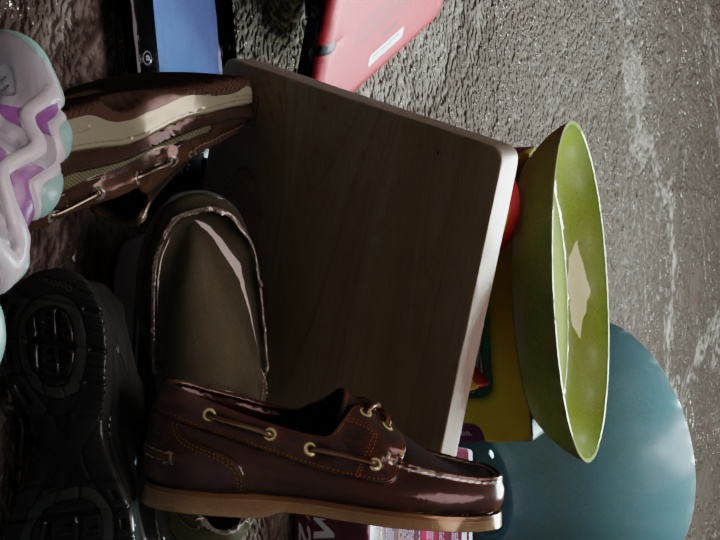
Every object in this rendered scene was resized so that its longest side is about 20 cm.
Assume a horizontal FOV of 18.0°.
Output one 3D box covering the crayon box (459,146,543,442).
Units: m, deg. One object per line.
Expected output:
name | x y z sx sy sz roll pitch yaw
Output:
crayon box | 0.014 0.016 1.403 0.058 0.198 0.174 -20 107 -68

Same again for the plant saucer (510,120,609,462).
plant saucer | 0.117 0.013 1.344 0.200 0.031 0.202 -4 90 -75

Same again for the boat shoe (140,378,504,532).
boat shoe | -0.015 0.097 1.186 0.070 0.198 0.071 -168 -95 -70

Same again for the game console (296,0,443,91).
game console | -0.023 -0.216 1.425 0.200 0.118 0.173 -45 155 -50

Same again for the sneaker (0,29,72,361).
sneaker | -0.203 -0.045 1.046 0.140 0.077 0.202 49 44 -58

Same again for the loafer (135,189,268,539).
loafer | -0.078 0.056 1.237 0.070 0.075 0.202 177 -92 -71

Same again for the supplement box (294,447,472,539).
supplement box | 0.019 0.174 1.584 0.200 0.060 0.110 19 70 -67

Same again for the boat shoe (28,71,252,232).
boat shoe | -0.132 -0.062 1.225 0.202 0.074 0.076 -17 110 -51

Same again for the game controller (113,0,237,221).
game controller | -0.107 -0.127 1.329 0.104 0.042 0.202 -22 108 -66

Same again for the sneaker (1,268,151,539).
sneaker | -0.140 0.100 1.199 0.091 0.075 0.202 0 91 -74

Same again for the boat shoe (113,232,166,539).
boat shoe | -0.107 0.078 1.292 0.069 0.056 0.202 8 81 -67

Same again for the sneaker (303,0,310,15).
sneaker | -0.029 -0.235 1.504 0.106 0.074 0.202 13 72 -58

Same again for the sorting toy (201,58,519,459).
sorting toy | 0.000 0.000 1.299 0.069 0.198 0.202 -7 113 -53

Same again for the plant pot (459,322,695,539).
plant pot | 0.146 0.151 1.770 0.134 0.200 0.202 -13 103 -29
